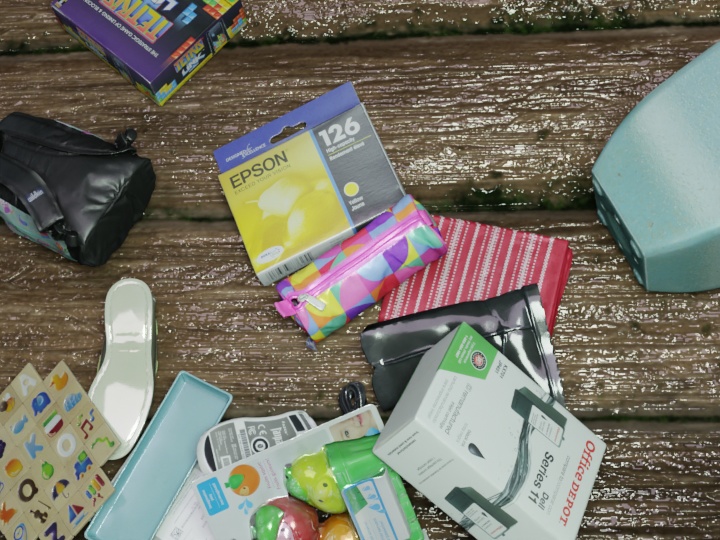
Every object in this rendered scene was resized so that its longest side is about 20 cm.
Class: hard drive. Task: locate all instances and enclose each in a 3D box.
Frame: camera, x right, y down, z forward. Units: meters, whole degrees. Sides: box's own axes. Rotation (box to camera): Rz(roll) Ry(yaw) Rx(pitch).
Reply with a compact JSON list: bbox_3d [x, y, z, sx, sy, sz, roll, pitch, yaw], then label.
[{"bbox_3d":[-0.172,0.259,1.249,0.198,0.038,0.141,30,72,18],"label":"hard drive"}]

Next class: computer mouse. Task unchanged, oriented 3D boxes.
[{"bbox_3d":[-0.078,0.184,1.247,0.197,0.044,0.111,-7,65,-19],"label":"computer mouse"}]

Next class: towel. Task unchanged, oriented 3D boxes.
[{"bbox_3d":[0.131,0.015,1.335,0.197,0.023,0.147,12,69,14],"label":"towel"}]

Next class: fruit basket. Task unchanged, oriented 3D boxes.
[{"bbox_3d":[-0.043,0.252,1.172,0.198,0.094,0.188,-24,104,-8],"label":"fruit basket"}]

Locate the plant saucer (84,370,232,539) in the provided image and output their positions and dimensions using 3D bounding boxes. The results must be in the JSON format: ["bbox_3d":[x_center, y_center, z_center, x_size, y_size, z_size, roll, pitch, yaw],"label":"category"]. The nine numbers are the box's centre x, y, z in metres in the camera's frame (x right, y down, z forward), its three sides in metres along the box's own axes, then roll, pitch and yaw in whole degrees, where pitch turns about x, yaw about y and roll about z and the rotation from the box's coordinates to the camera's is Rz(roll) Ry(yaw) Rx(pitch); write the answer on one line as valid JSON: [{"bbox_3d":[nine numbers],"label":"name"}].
[{"bbox_3d":[-0.210,0.207,1.248,0.069,0.019,0.202,23,69,17],"label":"plant saucer"}]

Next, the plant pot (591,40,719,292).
[{"bbox_3d":[0.361,-0.086,1.268,0.198,0.197,0.197,-29,64,3],"label":"plant pot"}]

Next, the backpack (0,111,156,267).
[{"bbox_3d":[-0.358,-0.096,1.390,0.198,0.127,0.168,23,58,17],"label":"backpack"}]

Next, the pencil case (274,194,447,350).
[{"bbox_3d":[0.000,0.000,1.311,0.199,0.089,0.089,-36,65,-2],"label":"pencil case"}]

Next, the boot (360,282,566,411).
[{"bbox_3d":[0.111,0.116,1.262,0.197,0.066,0.167,-14,81,6],"label":"boot"}]

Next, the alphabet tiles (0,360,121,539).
[{"bbox_3d":[-0.345,0.201,1.277,0.167,0.006,0.200,-48,59,5],"label":"alphabet tiles"}]

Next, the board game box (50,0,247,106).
[{"bbox_3d":[-0.273,-0.333,1.529,0.199,0.057,0.165,38,73,21],"label":"board game box"}]

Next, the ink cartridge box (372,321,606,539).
[{"bbox_3d":[0.131,0.174,1.159,0.199,0.083,0.147,40,45,-7],"label":"ink cartridge box"}]

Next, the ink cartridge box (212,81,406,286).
[{"bbox_3d":[-0.064,-0.112,1.396,0.196,0.047,0.202,-26,67,3],"label":"ink cartridge box"}]

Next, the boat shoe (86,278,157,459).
[{"bbox_3d":[-0.259,0.114,1.315,0.071,0.060,0.205,3,68,0],"label":"boat shoe"}]
